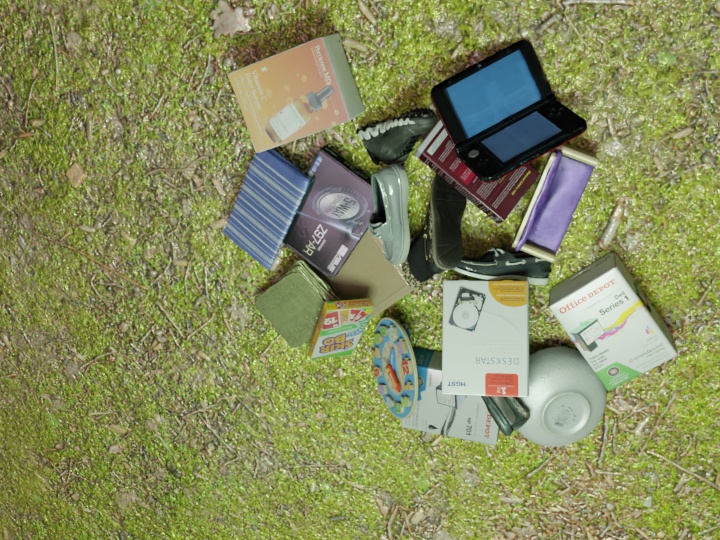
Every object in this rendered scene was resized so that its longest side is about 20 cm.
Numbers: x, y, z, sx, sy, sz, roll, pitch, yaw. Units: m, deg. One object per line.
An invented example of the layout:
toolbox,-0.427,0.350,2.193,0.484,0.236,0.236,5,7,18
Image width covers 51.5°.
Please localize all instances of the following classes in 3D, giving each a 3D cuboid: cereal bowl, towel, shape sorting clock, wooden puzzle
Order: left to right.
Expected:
towel,-0.182,-0.124,1.449,0.144,0.024,0.202,37,111,27
towel,-0.126,0.072,1.536,0.149,0.036,0.200,49,132,-4
wooden puzzle,0.000,0.000,1.500,0.199,0.037,0.186,-36,96,21
shape sorting clock,0.065,0.194,1.479,0.039,0.200,0.203,-6,115,-25
cereal bowl,0.377,0.251,1.417,0.197,0.083,0.203,-2,111,-6

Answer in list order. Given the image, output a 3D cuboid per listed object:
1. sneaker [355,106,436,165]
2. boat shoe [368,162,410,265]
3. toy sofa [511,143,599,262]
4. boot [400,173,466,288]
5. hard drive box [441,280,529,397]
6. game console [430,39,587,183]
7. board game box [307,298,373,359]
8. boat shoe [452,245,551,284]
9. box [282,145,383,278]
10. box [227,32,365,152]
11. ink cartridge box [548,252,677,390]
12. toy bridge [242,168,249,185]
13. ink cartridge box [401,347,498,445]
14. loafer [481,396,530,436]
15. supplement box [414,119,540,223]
sneaker,0.073,-0.232,1.332,0.199,0.066,0.092,-3,112,54
boat shoe,0.045,-0.096,1.363,0.071,0.070,0.203,-16,125,-21
toy sofa,0.341,-0.119,1.313,0.082,0.098,0.202,22,114,7
boot,0.133,-0.074,1.391,0.072,0.203,0.151,10,155,-20
hard drive box,0.224,0.122,1.337,0.153,0.077,0.203,-1,82,10
game console,0.244,-0.266,1.240,0.198,0.173,0.119,-28,128,-2
board game box,-0.044,0.123,1.494,0.094,0.030,0.201,-4,148,-19
boat shoe,0.260,-0.016,1.363,0.197,0.076,0.061,3,106,-25
box,-0.061,-0.110,1.439,0.159,0.044,0.201,37,111,2
box,-0.115,-0.325,1.369,0.197,0.106,0.154,-15,105,22
ink cartridge box,0.457,0.093,1.365,0.144,0.084,0.201,-34,97,25
toy bridge,-0.135,-0.164,1.480,0.198,0.027,0.068,22,114,7
ink cartridge box,0.189,0.252,1.507,0.197,0.086,0.149,8,110,15
loafer,0.243,0.208,1.399,0.062,0.072,0.202,-30,76,-3
supplement box,0.206,-0.189,1.327,0.199,0.061,0.109,40,88,0
